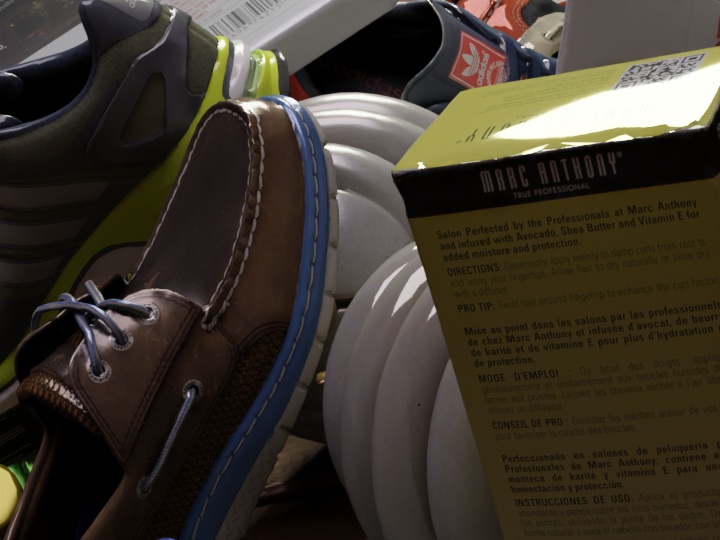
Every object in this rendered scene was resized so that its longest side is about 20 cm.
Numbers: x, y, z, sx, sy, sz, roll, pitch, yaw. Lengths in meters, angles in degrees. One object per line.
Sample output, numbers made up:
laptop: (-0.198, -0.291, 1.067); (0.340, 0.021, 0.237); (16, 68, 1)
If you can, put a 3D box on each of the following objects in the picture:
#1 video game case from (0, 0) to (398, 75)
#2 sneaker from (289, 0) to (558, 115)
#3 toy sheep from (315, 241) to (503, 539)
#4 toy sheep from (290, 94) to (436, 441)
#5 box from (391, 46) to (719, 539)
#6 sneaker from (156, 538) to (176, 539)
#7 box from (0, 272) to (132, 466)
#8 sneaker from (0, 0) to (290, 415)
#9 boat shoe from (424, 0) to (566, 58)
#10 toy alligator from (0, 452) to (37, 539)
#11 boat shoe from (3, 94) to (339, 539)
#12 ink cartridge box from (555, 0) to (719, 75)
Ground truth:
video game case: (-0.109, -0.097, 0.909); (0.199, 0.023, 0.182); (-34, 42, -9)
sneaker: (0.057, -0.065, 0.901); (0.198, 0.085, 0.076); (9, 65, 9)
toy sheep: (0.060, 0.049, 0.645); (0.137, 0.139, 0.199); (-29, 22, -31)
toy sheep: (0.000, 0.000, 0.819); (0.137, 0.139, 0.200); (-14, 2, 11)
box: (0.073, 0.055, 0.512); (0.075, 0.202, 0.050); (-8, 21, 27)
sneaker: (-0.018, 0.127, 0.569); (0.075, 0.089, 0.199); (-26, 22, -30)
box: (-0.177, 0.045, 0.887); (0.199, 0.044, 0.161); (-29, 31, 7)
sneaker: (-0.115, -0.023, 0.778); (0.200, 0.081, 0.074); (-44, 25, 21)
boat shoe: (0.092, -0.091, 1.044); (0.062, 0.072, 0.200); (29, 8, 25)
toy alligator: (-0.132, 0.105, 0.789); (0.199, 0.059, 0.054); (-23, 60, -15)
boat shoe: (-0.064, 0.038, 0.687); (0.072, 0.202, 0.072); (18, -7, -35)
ink cartridge box: (0.139, -0.049, 0.763); (0.198, 0.117, 0.067); (2, 12, -22)
